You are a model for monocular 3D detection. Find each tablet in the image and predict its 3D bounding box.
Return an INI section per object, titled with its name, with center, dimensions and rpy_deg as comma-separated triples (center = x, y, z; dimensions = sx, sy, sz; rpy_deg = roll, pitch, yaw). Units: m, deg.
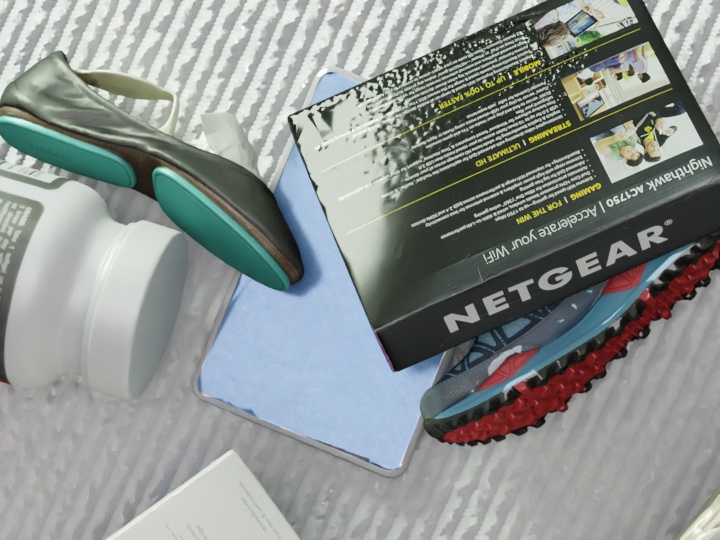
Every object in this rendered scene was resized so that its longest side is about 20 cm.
[tablet]
center = 0.000, 0.000, 1.225
dimensions = 0.130, 0.014, 0.200
rpy_deg = 22, 89, 8

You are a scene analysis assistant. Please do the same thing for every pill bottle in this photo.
[pill bottle]
center = -0.202, -0.002, 1.197
dimensions = 0.200, 0.116, 0.116
rpy_deg = 16, 89, 8

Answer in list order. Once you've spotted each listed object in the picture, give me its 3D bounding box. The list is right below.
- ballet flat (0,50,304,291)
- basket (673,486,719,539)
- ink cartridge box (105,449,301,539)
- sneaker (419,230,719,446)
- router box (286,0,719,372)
[ballet flat]
center = -0.105, -0.064, 1.214
dimensions = 0.200, 0.068, 0.068
rpy_deg = 29, 69, 10
[basket]
center = 0.225, 0.156, 1.130
dimensions = 0.123, 0.136, 0.200
rpy_deg = 40, 91, 9
[ink cartridge box]
center = -0.132, 0.183, 1.151
dimensions = 0.200, 0.116, 0.067
rpy_deg = -35, 84, -15
[sneaker]
center = 0.104, 0.012, 1.193
dimensions = 0.200, 0.079, 0.096
rpy_deg = -39, 66, -1
[router box]
center = 0.078, -0.054, 1.157
dimensions = 0.200, 0.051, 0.149
rpy_deg = -24, 57, 3
